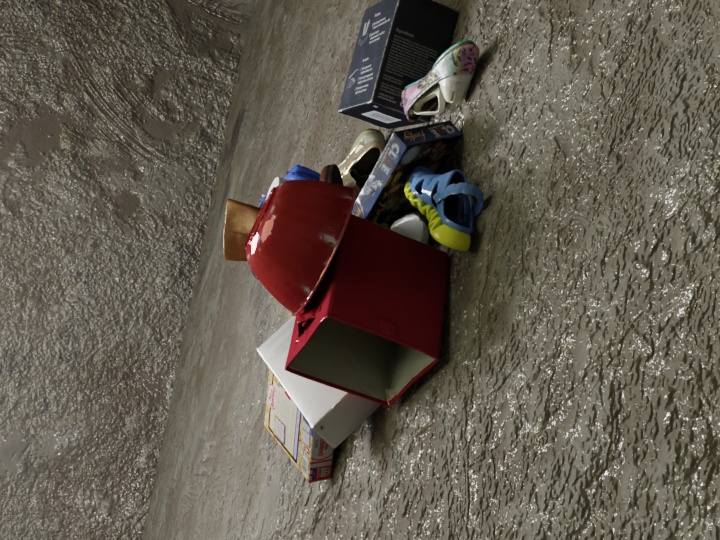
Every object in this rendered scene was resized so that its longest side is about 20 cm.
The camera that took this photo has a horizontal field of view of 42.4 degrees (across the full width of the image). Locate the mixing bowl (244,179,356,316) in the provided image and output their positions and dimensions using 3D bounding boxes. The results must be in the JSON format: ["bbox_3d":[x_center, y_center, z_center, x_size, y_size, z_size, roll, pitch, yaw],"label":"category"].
[{"bbox_3d":[-0.097,-0.050,1.313,0.202,0.107,0.201,-61,10,19],"label":"mixing bowl"}]

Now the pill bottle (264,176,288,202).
[{"bbox_3d":[-0.075,-0.095,1.698,0.113,0.197,0.115,-163,90,-73],"label":"pill bottle"}]

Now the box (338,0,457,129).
[{"bbox_3d":[0.062,-0.369,1.651,0.196,0.115,0.204,-164,89,-71],"label":"box"}]

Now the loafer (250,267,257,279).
[{"bbox_3d":[-0.102,-0.043,1.605,0.198,0.074,0.072,-33,14,-3],"label":"loafer"}]

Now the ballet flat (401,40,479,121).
[{"bbox_3d":[0.129,-0.290,1.472,0.199,0.068,0.073,-27,67,58],"label":"ballet flat"}]

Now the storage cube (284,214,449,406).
[{"bbox_3d":[0.009,0.058,1.338,0.171,0.197,0.182,129,157,-50],"label":"storage cube"}]

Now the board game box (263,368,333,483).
[{"bbox_3d":[-0.107,0.249,1.620,0.200,0.045,0.155,37,125,55],"label":"board game box"}]

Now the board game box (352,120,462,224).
[{"bbox_3d":[0.063,-0.139,1.447,0.035,0.134,0.201,49,133,21],"label":"board game box"}]

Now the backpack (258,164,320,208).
[{"bbox_3d":[-0.128,-0.133,1.953,0.200,0.160,0.171,155,132,-68],"label":"backpack"}]

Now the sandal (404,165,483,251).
[{"bbox_3d":[0.125,-0.106,1.329,0.088,0.078,0.201,-62,29,19],"label":"sandal"}]

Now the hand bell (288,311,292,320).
[{"bbox_3d":[-0.037,0.037,1.696,0.201,0.103,0.105,-51,27,25],"label":"hand bell"}]

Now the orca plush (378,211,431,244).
[{"bbox_3d":[0.071,-0.019,1.468,0.104,0.071,0.203,33,126,25],"label":"orca plush"}]

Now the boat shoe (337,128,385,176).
[{"bbox_3d":[-0.012,-0.178,1.792,0.201,0.071,0.066,-56,24,31],"label":"boat shoe"}]

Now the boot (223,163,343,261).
[{"bbox_3d":[-0.131,-0.095,1.558,0.068,0.196,0.192,-24,-57,-67],"label":"boot"}]

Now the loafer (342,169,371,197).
[{"bbox_3d":[-0.023,-0.135,1.591,0.076,0.196,0.069,-91,-7,-66],"label":"loafer"}]

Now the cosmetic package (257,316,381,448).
[{"bbox_3d":[-0.069,0.169,1.479,0.107,0.085,0.200,-40,48,-2],"label":"cosmetic package"}]
